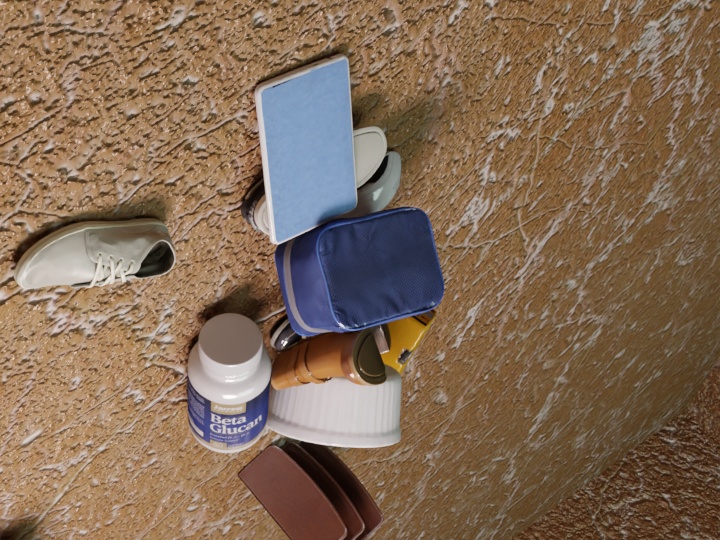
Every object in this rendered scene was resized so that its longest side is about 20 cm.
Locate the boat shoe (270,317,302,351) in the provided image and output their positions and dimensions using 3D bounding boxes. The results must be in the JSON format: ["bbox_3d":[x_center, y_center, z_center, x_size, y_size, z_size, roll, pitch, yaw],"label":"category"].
[{"bbox_3d":[-0.046,0.090,1.874,0.199,0.063,0.073,-12,140,-50],"label":"boat shoe"}]

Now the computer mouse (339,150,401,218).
[{"bbox_3d":[-0.013,-0.078,1.687,0.200,0.044,0.110,-42,154,-6],"label":"computer mouse"}]

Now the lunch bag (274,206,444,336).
[{"bbox_3d":[0.000,0.000,1.611,0.199,0.137,0.132,-12,-179,-33],"label":"lunch bag"}]

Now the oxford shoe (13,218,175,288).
[{"bbox_3d":[-0.274,-0.012,1.376,0.199,0.058,0.075,-13,143,-46],"label":"oxford shoe"}]

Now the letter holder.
[{"bbox_3d":[-0.075,0.365,2.093,0.142,0.200,0.101,-42,155,-5],"label":"letter holder"}]

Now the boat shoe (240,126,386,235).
[{"bbox_3d":[-0.056,-0.113,1.551,0.200,0.060,0.074,-40,124,-18],"label":"boat shoe"}]

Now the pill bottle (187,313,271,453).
[{"bbox_3d":[-0.174,0.147,1.710,0.111,0.111,0.201,-31,152,-26],"label":"pill bottle"}]

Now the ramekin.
[{"bbox_3d":[-0.035,0.180,1.842,0.200,0.199,0.098,-2,101,-56],"label":"ramekin"}]

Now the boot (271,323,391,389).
[{"bbox_3d":[-0.045,0.121,1.657,0.154,0.074,0.200,-17,-174,11],"label":"boot"}]

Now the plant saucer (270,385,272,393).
[{"bbox_3d":[-0.072,0.167,1.996,0.200,0.032,0.201,-34,154,-19],"label":"plant saucer"}]

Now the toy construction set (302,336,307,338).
[{"bbox_3d":[-0.019,0.040,1.818,0.200,0.092,0.132,-38,157,-38],"label":"toy construction set"}]

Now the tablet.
[{"bbox_3d":[-0.060,-0.137,1.477,0.130,0.014,0.201,-26,129,-31],"label":"tablet"}]

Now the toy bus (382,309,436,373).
[{"bbox_3d":[0.044,0.137,2.067,0.201,0.065,0.078,-61,172,32],"label":"toy bus"}]
